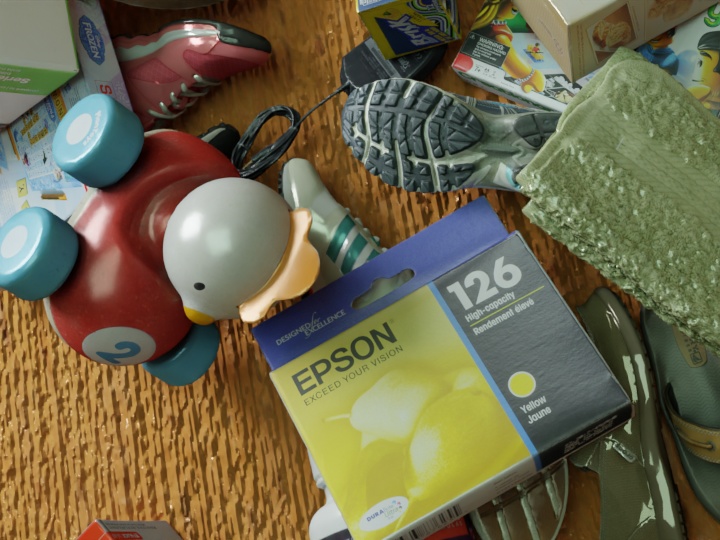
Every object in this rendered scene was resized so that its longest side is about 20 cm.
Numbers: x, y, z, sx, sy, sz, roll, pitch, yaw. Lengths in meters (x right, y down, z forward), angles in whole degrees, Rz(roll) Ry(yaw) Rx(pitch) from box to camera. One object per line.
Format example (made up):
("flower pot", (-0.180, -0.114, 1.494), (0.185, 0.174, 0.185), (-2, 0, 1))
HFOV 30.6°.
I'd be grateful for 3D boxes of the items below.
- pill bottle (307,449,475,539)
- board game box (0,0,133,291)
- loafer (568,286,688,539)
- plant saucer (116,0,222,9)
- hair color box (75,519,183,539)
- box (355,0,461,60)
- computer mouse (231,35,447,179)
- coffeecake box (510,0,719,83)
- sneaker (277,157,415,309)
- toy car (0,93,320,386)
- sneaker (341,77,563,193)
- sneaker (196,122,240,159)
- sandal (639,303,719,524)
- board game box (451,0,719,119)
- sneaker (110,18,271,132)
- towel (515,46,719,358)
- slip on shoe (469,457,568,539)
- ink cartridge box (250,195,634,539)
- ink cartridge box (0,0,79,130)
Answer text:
("pill bottle", (0.028, 0.207, 0.903), (0.111, 0.111, 0.200), (-21, 73, 14))
("board game box", (-0.262, -0.114, 1.065), (0.199, 0.041, 0.200), (-33, 68, 38))
("loafer", (0.172, 0.110, 0.893), (0.067, 0.076, 0.200), (-13, 75, 10))
("plant saucer", (-0.163, -0.292, 1.053), (0.200, 0.035, 0.201), (7, 54, -10))
("hair color box", (-0.122, 0.269, 0.944), (0.064, 0.111, 0.200), (-47, 69, 5))
("box", (0.029, -0.267, 1.005), (0.064, 0.070, 0.200), (-12, 63, 16))
("computer mouse", (-0.016, -0.130, 1.023), (0.200, 0.034, 0.059), (-33, 60, 5))
("coffeecake box", (0.194, -0.251, 0.929), (0.200, 0.073, 0.154), (-29, 62, -2))
("sneaker", (0.000, 0.000, 0.990), (0.093, 0.070, 0.200), (-15, 67, -8))
("toy car", (-0.111, -0.003, 0.899), (0.200, 0.184, 0.177), (17, 75, 45))
("sneaker", (0.084, -0.090, 0.959), (0.200, 0.086, 0.078), (14, 100, 12))
("sneaker", (-0.152, -0.025, 1.049), (0.088, 0.076, 0.200), (42, 86, -9))
("sandal", (0.244, 0.090, 0.883), (0.082, 0.055, 0.200), (-21, 73, 14))
("board game box", (0.183, -0.165, 0.967), (0.200, 0.035, 0.126), (26, 87, 22))
("sneaker", (-0.159, -0.150, 1.074), (0.200, 0.074, 0.087), (-5, 87, 26))
("towel", (0.212, -0.044, 0.875), (0.200, 0.036, 0.148), (39, 71, -3))
("slip on shoe", (0.096, 0.105, 0.930), (0.076, 0.061, 0.200), (-14, 77, -4))
("ink cartridge box", (0.046, 0.061, 0.878), (0.197, 0.047, 0.200), (-30, 63, -2))
("ink cartridge box", (-0.316, -0.186, 1.027), (0.200, 0.084, 0.146), (-23, 74, 42))
